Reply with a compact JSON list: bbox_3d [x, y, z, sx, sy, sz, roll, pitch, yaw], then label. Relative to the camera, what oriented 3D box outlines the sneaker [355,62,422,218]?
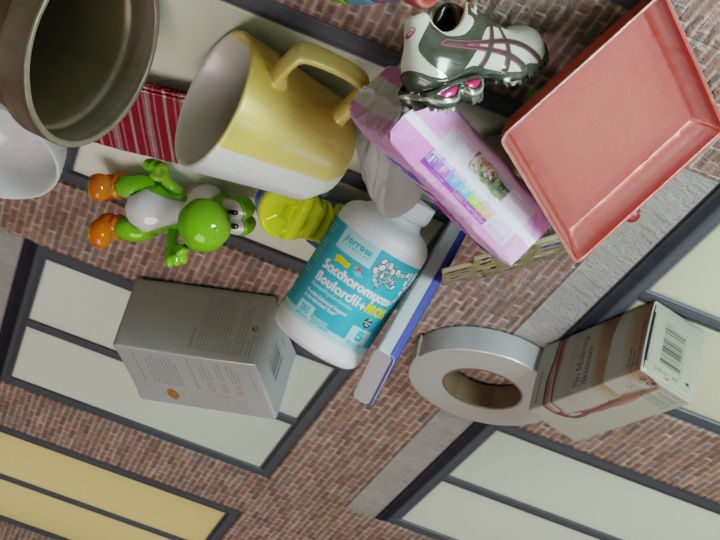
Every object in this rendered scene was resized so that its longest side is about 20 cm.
[{"bbox_3d":[0.025,-0.148,1.634,0.089,0.075,0.200,51,148,32],"label":"sneaker"}]

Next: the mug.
[{"bbox_3d":[-0.079,-0.144,1.606,0.153,0.150,0.186,24,174,-28],"label":"mug"}]

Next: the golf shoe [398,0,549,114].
[{"bbox_3d":[0.106,-0.203,1.420,0.077,0.200,0.088,3,110,36],"label":"golf shoe"}]

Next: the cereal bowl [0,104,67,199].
[{"bbox_3d":[-0.419,-0.170,1.788,0.199,0.084,0.200,12,150,7],"label":"cereal bowl"}]

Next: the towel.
[{"bbox_3d":[-0.237,-0.169,1.764,0.199,0.023,0.145,14,152,7],"label":"towel"}]

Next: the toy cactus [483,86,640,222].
[{"bbox_3d":[0.188,-0.107,1.606,0.165,0.103,0.200,5,158,37],"label":"toy cactus"}]

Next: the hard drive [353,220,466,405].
[{"bbox_3d":[0.059,0.044,1.793,0.025,0.200,0.132,29,150,3],"label":"hard drive"}]

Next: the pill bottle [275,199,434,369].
[{"bbox_3d":[0.000,0.000,1.753,0.111,0.200,0.111,32,-173,-4],"label":"pill bottle"}]

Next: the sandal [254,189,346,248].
[{"bbox_3d":[-0.045,-0.057,1.821,0.200,0.080,0.087,29,-175,-34],"label":"sandal"}]

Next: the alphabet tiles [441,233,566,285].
[{"bbox_3d":[0.168,-0.014,1.714,0.166,0.006,0.200,-15,173,1],"label":"alphabet tiles"}]

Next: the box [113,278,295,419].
[{"bbox_3d":[-0.205,0.104,2.114,0.199,0.107,0.152,8,149,14],"label":"box"}]

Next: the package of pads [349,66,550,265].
[{"bbox_3d":[0.086,-0.103,1.525,0.200,0.076,0.121,43,-178,-28],"label":"package of pads"}]

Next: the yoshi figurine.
[{"bbox_3d":[-0.223,-0.064,1.840,0.199,0.112,0.113,4,148,17],"label":"yoshi figurine"}]

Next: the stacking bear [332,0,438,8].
[{"bbox_3d":[-0.028,-0.290,1.384,0.199,0.114,0.122,9,149,21],"label":"stacking bear"}]

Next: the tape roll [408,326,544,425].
[{"bbox_3d":[0.162,0.139,2.063,0.202,0.037,0.203,12,150,7],"label":"tape roll"}]

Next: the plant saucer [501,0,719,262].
[{"bbox_3d":[0.230,-0.134,1.474,0.037,0.200,0.200,44,174,45],"label":"plant saucer"}]

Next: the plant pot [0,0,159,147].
[{"bbox_3d":[-0.323,-0.240,1.548,0.173,0.200,0.200,22,154,23],"label":"plant pot"}]

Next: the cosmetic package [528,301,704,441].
[{"bbox_3d":[0.304,0.123,1.904,0.087,0.104,0.200,32,145,-22],"label":"cosmetic package"}]
